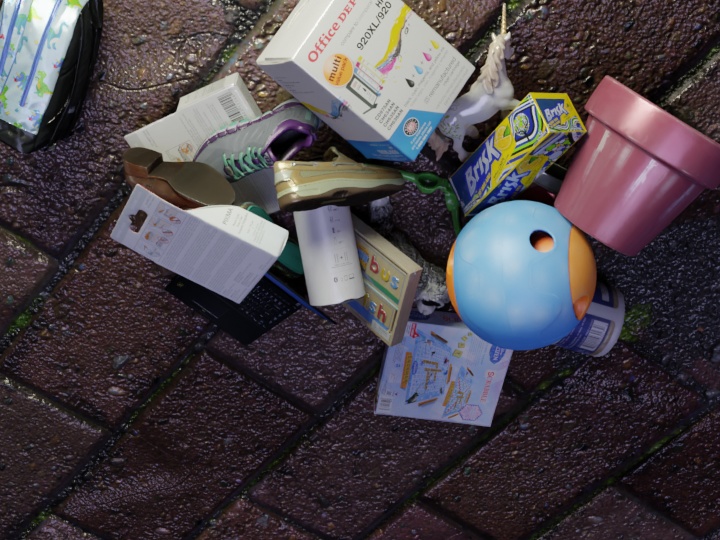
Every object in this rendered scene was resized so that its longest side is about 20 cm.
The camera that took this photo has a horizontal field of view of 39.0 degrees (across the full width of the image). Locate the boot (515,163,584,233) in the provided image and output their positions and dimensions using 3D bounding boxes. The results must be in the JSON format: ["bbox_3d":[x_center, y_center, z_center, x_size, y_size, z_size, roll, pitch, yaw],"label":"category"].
[{"bbox_3d":[0.295,-0.063,1.470,0.199,0.073,0.145,26,122,-8],"label":"boot"}]

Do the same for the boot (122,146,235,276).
[{"bbox_3d":[-0.241,-0.059,1.396,0.186,0.064,0.200,26,139,25],"label":"boot"}]

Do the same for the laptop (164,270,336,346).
[{"bbox_3d":[-0.165,0.052,1.511,0.200,0.103,0.177,-35,125,24],"label":"laptop"}]

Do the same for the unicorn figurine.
[{"bbox_3d":[0.165,-0.225,1.345,0.200,0.074,0.137,-43,136,6],"label":"unicorn figurine"}]

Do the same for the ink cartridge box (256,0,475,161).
[{"bbox_3d":[0.004,-0.253,1.255,0.200,0.145,0.147,37,84,-23],"label":"ink cartridge box"}]

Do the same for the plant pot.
[{"bbox_3d":[0.354,-0.126,1.322,0.200,0.200,0.179,26,107,-17],"label":"plant pot"}]

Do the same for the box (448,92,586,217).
[{"bbox_3d":[0.203,-0.150,1.344,0.070,0.064,0.200,-6,154,-34],"label":"box"}]

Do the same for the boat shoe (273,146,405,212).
[{"bbox_3d":[-0.026,-0.127,1.333,0.200,0.076,0.072,-8,168,-41],"label":"boat shoe"}]

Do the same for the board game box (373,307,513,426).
[{"bbox_3d":[0.134,0.157,1.638,0.199,0.041,0.201,8,124,-5],"label":"board game box"}]

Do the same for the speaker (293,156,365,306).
[{"bbox_3d":[-0.048,-0.056,1.401,0.081,0.081,0.201,-10,97,7],"label":"speaker"}]

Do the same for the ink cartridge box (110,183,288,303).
[{"bbox_3d":[-0.214,-0.045,1.331,0.200,0.047,0.160,28,147,-13],"label":"ink cartridge box"}]

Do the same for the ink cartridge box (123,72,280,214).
[{"bbox_3d":[-0.200,-0.152,1.417,0.176,0.045,0.200,-22,122,14],"label":"ink cartridge box"}]

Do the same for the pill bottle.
[{"bbox_3d":[0.283,0.053,1.524,0.199,0.111,0.111,16,124,-11],"label":"pill bottle"}]

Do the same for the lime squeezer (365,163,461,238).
[{"bbox_3d":[0.101,-0.112,1.461,0.200,0.038,0.071,36,149,-24],"label":"lime squeezer"}]

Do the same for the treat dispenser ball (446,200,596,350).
[{"bbox_3d":[0.216,0.007,1.366,0.200,0.201,0.201,0,125,0],"label":"treat dispenser ball"}]

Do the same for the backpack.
[{"bbox_3d":[-0.394,-0.270,1.271,0.154,0.163,0.200,36,112,-6],"label":"backpack"}]

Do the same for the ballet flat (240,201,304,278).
[{"bbox_3d":[-0.145,-0.038,1.449,0.074,0.074,0.200,-20,149,13],"label":"ballet flat"}]

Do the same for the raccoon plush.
[{"bbox_3d":[0.083,-0.023,1.487,0.133,0.097,0.201,-5,125,-6],"label":"raccoon plush"}]

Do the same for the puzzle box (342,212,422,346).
[{"bbox_3d":[0.000,0.000,1.452,0.025,0.200,0.133,-19,135,-39],"label":"puzzle box"}]

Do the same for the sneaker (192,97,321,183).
[{"bbox_3d":[-0.143,-0.157,1.336,0.200,0.088,0.074,-29,121,16],"label":"sneaker"}]
